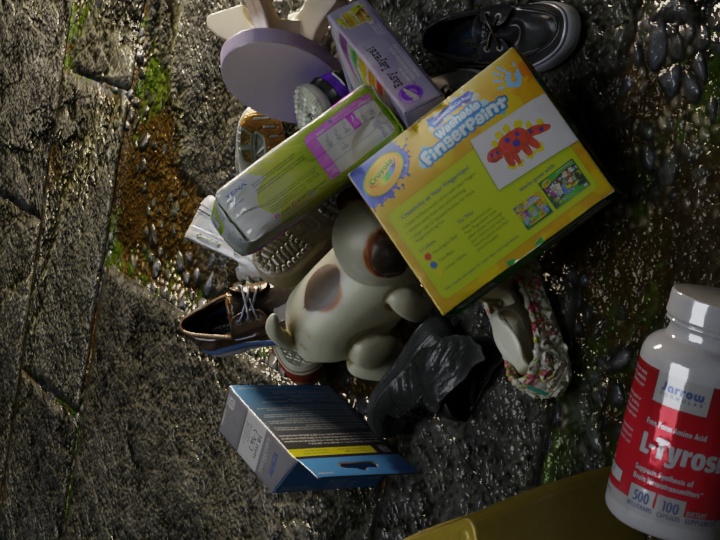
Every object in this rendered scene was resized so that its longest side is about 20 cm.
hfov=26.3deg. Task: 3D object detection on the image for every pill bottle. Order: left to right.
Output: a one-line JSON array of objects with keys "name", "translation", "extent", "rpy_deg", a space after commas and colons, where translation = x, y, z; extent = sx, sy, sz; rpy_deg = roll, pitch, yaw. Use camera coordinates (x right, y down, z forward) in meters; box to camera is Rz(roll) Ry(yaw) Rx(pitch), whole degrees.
[{"name": "pill bottle", "translation": [0.281, 0.119, 1.298], "extent": [0.112, 0.112, 0.201], "rpy_deg": [27, 110, 51]}]

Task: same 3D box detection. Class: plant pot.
[{"name": "plant pot", "translation": [0.141, 0.303, 1.427], "extent": [0.200, 0.176, 0.201], "rpy_deg": [-31, 64, 48]}]

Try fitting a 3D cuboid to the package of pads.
[{"name": "package of pads", "translation": [-0.056, -0.096, 1.547], "extent": [0.068, 0.200, 0.155], "rpy_deg": [53, 172, 0]}]

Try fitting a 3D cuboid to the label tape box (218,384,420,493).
[{"name": "label tape box", "translation": [-0.049, 0.202, 1.721], "extent": [0.200, 0.143, 0.064], "rpy_deg": [40, 120, 47]}]

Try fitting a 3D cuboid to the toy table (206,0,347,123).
[{"name": "toy table", "translation": [-0.091, -0.264, 1.779], "extent": [0.183, 0.200, 0.118], "rpy_deg": [-9, 68, 11]}]

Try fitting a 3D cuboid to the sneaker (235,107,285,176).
[{"name": "sneaker", "translation": [-0.122, -0.114, 1.919], "extent": [0.088, 0.075, 0.201], "rpy_deg": [-99, 16, -68]}]

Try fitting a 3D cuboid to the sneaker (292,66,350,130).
[{"name": "sneaker", "translation": [-0.022, -0.162, 1.768], "extent": [0.070, 0.099, 0.200], "rpy_deg": [44, 156, 19]}]

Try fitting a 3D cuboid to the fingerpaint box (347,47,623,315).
[{"name": "fingerpaint box", "translation": [0.118, -0.082, 1.457], "extent": [0.200, 0.073, 0.167], "rpy_deg": [-37, 80, 14]}]

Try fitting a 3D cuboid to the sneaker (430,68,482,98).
[{"name": "sneaker", "translation": [0.112, -0.167, 1.577], "extent": [0.200, 0.079, 0.074], "rpy_deg": [24, 109, 53]}]

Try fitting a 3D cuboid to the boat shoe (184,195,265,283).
[{"name": "boat shoe", "translation": [-0.122, -0.013, 1.847], "extent": [0.199, 0.074, 0.067], "rpy_deg": [33, 87, 24]}]

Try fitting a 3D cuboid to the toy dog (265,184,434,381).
[{"name": "toy dog", "translation": [0.000, 0.000, 1.634], "extent": [0.140, 0.193, 0.201], "rpy_deg": [-109, 32, -41]}]

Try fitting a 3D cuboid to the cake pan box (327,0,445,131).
[{"name": "cake pan box", "translation": [0.042, -0.159, 1.615], "extent": [0.185, 0.052, 0.201], "rpy_deg": [59, 172, 38]}]

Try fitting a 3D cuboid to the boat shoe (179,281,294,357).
[{"name": "boat shoe", "translation": [-0.125, 0.052, 1.780], "extent": [0.199, 0.072, 0.073], "rpy_deg": [-25, 60, 31]}]

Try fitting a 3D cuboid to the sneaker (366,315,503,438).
[{"name": "sneaker", "translation": [0.076, 0.129, 1.623], "extent": [0.104, 0.060, 0.200], "rpy_deg": [57, 130, 40]}]

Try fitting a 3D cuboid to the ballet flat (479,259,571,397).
[{"name": "ballet flat", "translation": [0.149, 0.035, 1.514], "extent": [0.076, 0.064, 0.201], "rpy_deg": [-48, 51, 35]}]

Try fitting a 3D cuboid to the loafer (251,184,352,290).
[{"name": "loafer", "translation": [-0.041, -0.050, 1.714], "extent": [0.076, 0.200, 0.068], "rpy_deg": [47, 158, 19]}]

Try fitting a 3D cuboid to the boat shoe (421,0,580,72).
[{"name": "boat shoe", "translation": [0.135, -0.240, 1.558], "extent": [0.199, 0.066, 0.070], "rpy_deg": [12, 98, 54]}]

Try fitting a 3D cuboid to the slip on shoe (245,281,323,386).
[{"name": "slip on shoe", "translation": [-0.090, 0.058, 1.856], "extent": [0.061, 0.074, 0.201], "rpy_deg": [84, 166, -50]}]
